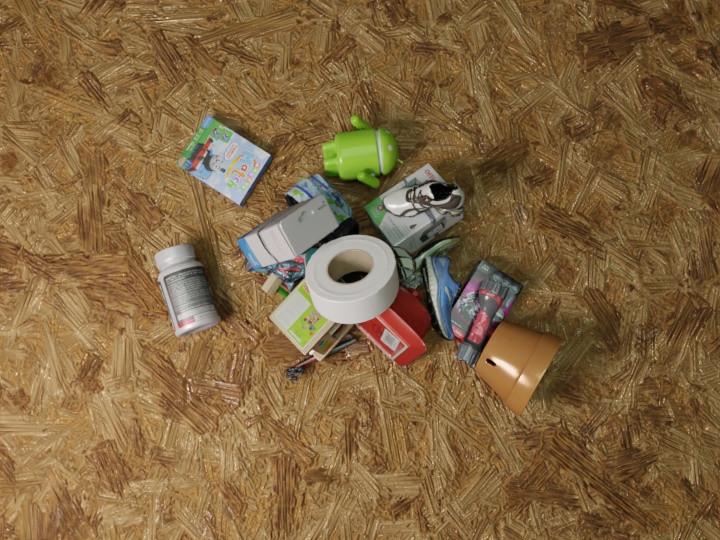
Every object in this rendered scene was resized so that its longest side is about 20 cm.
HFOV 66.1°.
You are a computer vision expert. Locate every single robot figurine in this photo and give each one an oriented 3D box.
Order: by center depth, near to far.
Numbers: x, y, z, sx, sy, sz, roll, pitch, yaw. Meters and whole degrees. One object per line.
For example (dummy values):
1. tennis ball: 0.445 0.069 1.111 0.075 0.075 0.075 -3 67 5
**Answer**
1. robot figurine: 0.005 -0.288 1.375 0.196 0.116 0.179 -7 71 0

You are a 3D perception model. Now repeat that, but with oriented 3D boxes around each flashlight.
1. flashlight: 0.280 0.121 1.297 0.067 0.068 0.203 25 84 2

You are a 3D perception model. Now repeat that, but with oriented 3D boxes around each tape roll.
1. tape roll: -0.018 0.015 1.193 0.198 0.072 0.205 -7 45 7

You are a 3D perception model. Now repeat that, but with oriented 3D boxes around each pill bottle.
1. pill bottle: -0.422 0.047 1.343 0.112 0.114 0.203 -20 83 -2

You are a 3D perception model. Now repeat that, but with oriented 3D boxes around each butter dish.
1. butter dish: 0.091 0.102 1.310 0.199 0.200 0.148 43 64 5

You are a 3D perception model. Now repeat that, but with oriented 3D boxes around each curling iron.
1. curling iron: -0.096 0.217 1.359 0.197 0.026 0.050 -28 47 -6

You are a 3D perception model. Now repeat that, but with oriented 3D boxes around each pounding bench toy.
1. pounding bench toy: -0.134 0.096 1.315 0.200 0.156 0.124 43 86 18

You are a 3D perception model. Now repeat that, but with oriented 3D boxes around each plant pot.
1. plant pot: 0.358 0.212 1.284 0.139 0.200 0.202 30 84 21

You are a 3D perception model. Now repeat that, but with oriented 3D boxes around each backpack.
1. backpack: -0.094 -0.137 1.349 0.198 0.163 0.155 29 76 11

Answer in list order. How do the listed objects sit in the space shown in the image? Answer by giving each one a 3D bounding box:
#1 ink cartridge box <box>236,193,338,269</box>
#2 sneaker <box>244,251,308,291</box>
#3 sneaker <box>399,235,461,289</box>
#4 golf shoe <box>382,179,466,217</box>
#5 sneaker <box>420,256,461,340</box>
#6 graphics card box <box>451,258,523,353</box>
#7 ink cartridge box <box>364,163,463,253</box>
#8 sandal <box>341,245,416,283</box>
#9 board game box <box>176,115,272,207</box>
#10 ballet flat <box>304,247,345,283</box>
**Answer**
1. ink cartridge box: -0.164 -0.084 1.239 0.144 0.198 0.085 -40 107 -34
2. sneaker: -0.188 0.004 1.363 0.195 0.079 0.098 -2 85 1
3. sneaker: 0.175 -0.011 1.371 0.198 0.077 0.089 -35 97 2
4. golf shoe: 0.140 -0.173 1.261 0.196 0.095 0.079 -1 65 16
5. sneaker: 0.202 0.063 1.304 0.087 0.079 0.204 -9 89 -7
6. graphics card box: 0.295 0.090 1.360 0.124 0.051 0.202 33 84 5
7. ink cartridge box: 0.131 -0.144 1.351 0.198 0.084 0.147 -35 61 -3
8. sandal: 0.038 -0.009 1.302 0.196 0.054 0.083 -12 89 23
9. board game box: -0.348 -0.280 1.420 0.198 0.037 0.153 32 84 3
10. ballet flat: -0.069 0.032 1.302 0.069 0.070 0.200 -39 60 -3
